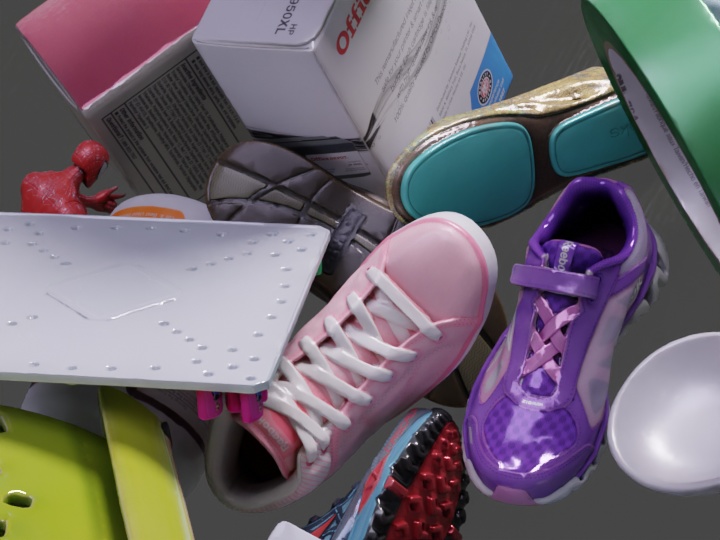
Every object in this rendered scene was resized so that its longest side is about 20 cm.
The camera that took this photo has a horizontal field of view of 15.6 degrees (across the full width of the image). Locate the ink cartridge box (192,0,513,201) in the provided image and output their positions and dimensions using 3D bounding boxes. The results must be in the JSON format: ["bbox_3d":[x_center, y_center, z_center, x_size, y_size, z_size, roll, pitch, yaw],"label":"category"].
[{"bbox_3d":[0.000,-0.121,1.504,0.084,0.200,0.145,6,57,29],"label":"ink cartridge box"}]

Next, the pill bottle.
[{"bbox_3d":[-0.127,0.065,1.482,0.109,0.110,0.200,5,57,29],"label":"pill bottle"}]

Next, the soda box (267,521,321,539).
[{"bbox_3d":[0.032,0.195,1.252,0.200,0.068,0.064,24,75,32],"label":"soda box"}]

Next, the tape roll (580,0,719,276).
[{"bbox_3d":[0.183,-0.067,1.373,0.048,0.201,0.201,-29,48,2],"label":"tape roll"}]

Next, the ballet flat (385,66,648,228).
[{"bbox_3d":[0.087,-0.070,1.480,0.200,0.071,0.071,-19,42,-27],"label":"ballet flat"}]

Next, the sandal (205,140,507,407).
[{"bbox_3d":[0.000,0.000,1.473,0.200,0.055,0.082,33,88,8],"label":"sandal"}]

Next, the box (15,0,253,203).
[{"bbox_3d":[-0.088,-0.144,1.613,0.200,0.128,0.109,-37,48,-5],"label":"box"}]

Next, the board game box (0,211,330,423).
[{"bbox_3d":[-0.128,0.022,1.369,0.199,0.026,0.200,3,24,8],"label":"board game box"}]

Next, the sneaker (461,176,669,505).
[{"bbox_3d":[0.106,0.029,1.401,0.080,0.089,0.200,15,59,17],"label":"sneaker"}]

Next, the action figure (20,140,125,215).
[{"bbox_3d":[-0.186,0.015,1.574,0.065,0.099,0.200,39,107,39],"label":"action figure"}]

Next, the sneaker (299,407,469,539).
[{"bbox_3d":[-0.019,0.150,1.386,0.095,0.079,0.200,15,62,36],"label":"sneaker"}]

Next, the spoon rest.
[{"bbox_3d":[0.215,0.086,1.334,0.200,0.061,0.099,18,64,34],"label":"spoon rest"}]

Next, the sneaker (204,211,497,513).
[{"bbox_3d":[-0.009,0.057,1.393,0.075,0.105,0.200,45,112,5],"label":"sneaker"}]

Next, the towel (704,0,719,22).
[{"bbox_3d":[0.302,-0.155,1.430,0.171,0.048,0.200,19,37,30],"label":"towel"}]

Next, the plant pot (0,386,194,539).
[{"bbox_3d":[-0.166,0.180,1.291,0.181,0.200,0.199,-10,32,-7],"label":"plant pot"}]
